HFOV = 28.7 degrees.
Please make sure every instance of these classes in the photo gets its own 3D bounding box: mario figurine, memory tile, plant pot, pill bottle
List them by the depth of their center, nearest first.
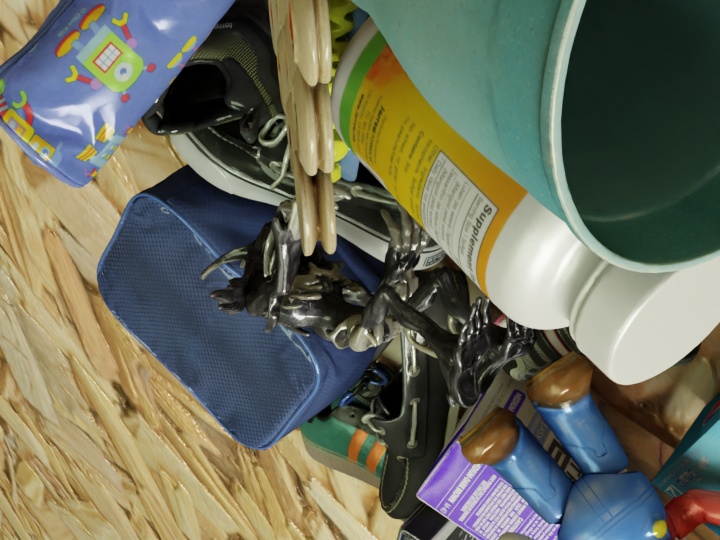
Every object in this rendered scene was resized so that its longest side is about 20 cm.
[{"bbox_3d":[0.087,-0.132,0.551,0.188,0.200,0.200,39,154,41],"label":"plant pot"},{"bbox_3d":[0.084,-0.044,0.665,0.200,0.111,0.111,48,155,31],"label":"pill bottle"},{"bbox_3d":[-0.032,-0.119,0.677,0.153,0.017,0.200,89,172,-46],"label":"memory tile"},{"bbox_3d":[0.145,0.140,0.730,0.200,0.106,0.123,50,126,7],"label":"mario figurine"}]

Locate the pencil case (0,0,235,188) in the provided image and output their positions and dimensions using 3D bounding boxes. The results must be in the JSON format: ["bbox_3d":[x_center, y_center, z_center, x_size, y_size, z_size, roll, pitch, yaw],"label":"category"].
[{"bbox_3d":[-0.127,-0.143,0.780,0.087,0.200,0.078,36,-174,-32],"label":"pencil case"}]

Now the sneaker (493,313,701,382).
[{"bbox_3d":[0.140,0.027,0.778,0.087,0.074,0.200,48,146,6],"label":"sneaker"}]

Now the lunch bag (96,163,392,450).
[{"bbox_3d":[-0.060,0.012,0.950,0.200,0.132,0.136,46,138,5],"label":"lunch bag"}]

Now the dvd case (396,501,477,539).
[{"bbox_3d":[0.053,0.207,0.931,0.025,0.150,0.200,28,127,21],"label":"dvd case"}]

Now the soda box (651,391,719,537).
[{"bbox_3d":[0.229,0.073,0.732,0.064,0.068,0.200,39,149,9],"label":"soda box"}]

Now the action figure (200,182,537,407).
[{"bbox_3d":[0.000,0.000,0.785,0.200,0.119,0.102,23,107,32],"label":"action figure"}]

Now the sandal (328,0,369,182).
[{"bbox_3d":[0.015,-0.129,0.755,0.087,0.080,0.200,3,135,-8],"label":"sandal"}]

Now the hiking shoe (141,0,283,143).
[{"bbox_3d":[-0.115,-0.134,0.860,0.200,0.101,0.076,18,146,38],"label":"hiking shoe"}]

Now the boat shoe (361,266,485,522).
[{"bbox_3d":[0.030,0.083,0.929,0.073,0.063,0.200,-108,27,-54],"label":"boat shoe"}]

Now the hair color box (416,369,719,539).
[{"bbox_3d":[0.146,0.144,0.850,0.200,0.109,0.065,35,129,4],"label":"hair color box"}]

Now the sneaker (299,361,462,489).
[{"bbox_3d":[0.023,0.114,1.033,0.200,0.071,0.080,9,132,40],"label":"sneaker"}]

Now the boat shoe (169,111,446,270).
[{"bbox_3d":[-0.030,-0.071,0.868,0.199,0.074,0.068,31,141,18],"label":"boat shoe"}]
